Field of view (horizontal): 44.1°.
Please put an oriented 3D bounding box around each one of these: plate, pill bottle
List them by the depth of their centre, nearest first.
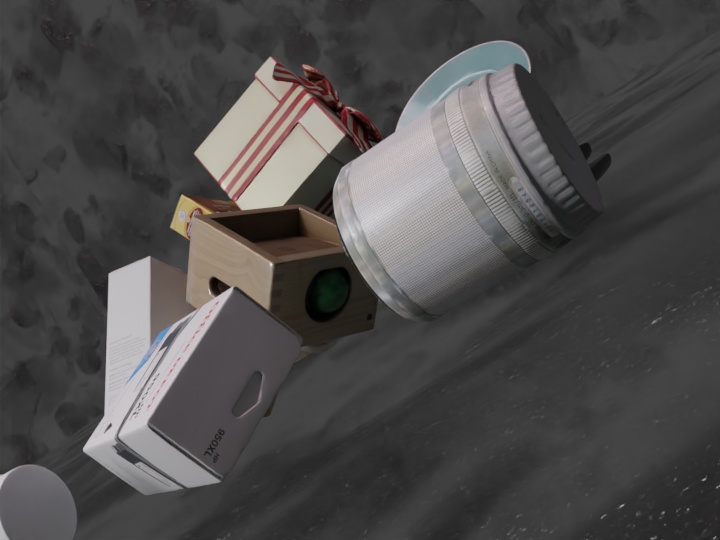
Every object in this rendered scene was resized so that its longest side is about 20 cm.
[{"bbox_3d":[-0.348,0.249,0.786,0.199,0.112,0.111,-31,4,23],"label":"pill bottle"},{"bbox_3d":[0.123,-0.190,1.064,0.199,0.026,0.202,-30,40,28],"label":"plate"}]

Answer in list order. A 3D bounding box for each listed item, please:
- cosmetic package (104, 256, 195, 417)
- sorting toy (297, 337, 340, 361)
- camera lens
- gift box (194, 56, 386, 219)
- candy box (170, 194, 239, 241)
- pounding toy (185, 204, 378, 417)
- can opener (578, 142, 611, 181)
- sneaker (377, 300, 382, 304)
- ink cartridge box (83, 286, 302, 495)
[{"bbox_3d":[-0.260,0.097,1.139,0.080,0.202,0.113,-21,-32,24],"label":"cosmetic package"},{"bbox_3d":[-0.156,0.104,1.052,0.199,0.108,0.180,-31,1,32],"label":"sorting toy"},{"bbox_3d":[0.087,-0.062,0.769,0.199,0.161,0.160,-31,4,24],"label":"camera lens"},{"bbox_3d":[-0.076,-0.148,1.137,0.187,0.185,0.200,-47,-20,8],"label":"gift box"},{"bbox_3d":[-0.155,-0.038,1.234,0.116,0.199,0.057,3,-68,-58],"label":"candy box"},{"bbox_3d":[-0.083,0.032,0.960,0.183,0.144,0.199,-10,27,-41],"label":"pounding toy"},{"bbox_3d":[0.224,-0.100,0.969,0.199,0.063,0.079,-23,-32,-47],"label":"can opener"},{"bbox_3d":[0.000,0.000,1.156,0.199,0.106,0.076,-32,3,15],"label":"sneaker"},{"bbox_3d":[-0.154,0.114,0.800,0.199,0.084,0.145,-27,29,55],"label":"ink cartridge box"}]
